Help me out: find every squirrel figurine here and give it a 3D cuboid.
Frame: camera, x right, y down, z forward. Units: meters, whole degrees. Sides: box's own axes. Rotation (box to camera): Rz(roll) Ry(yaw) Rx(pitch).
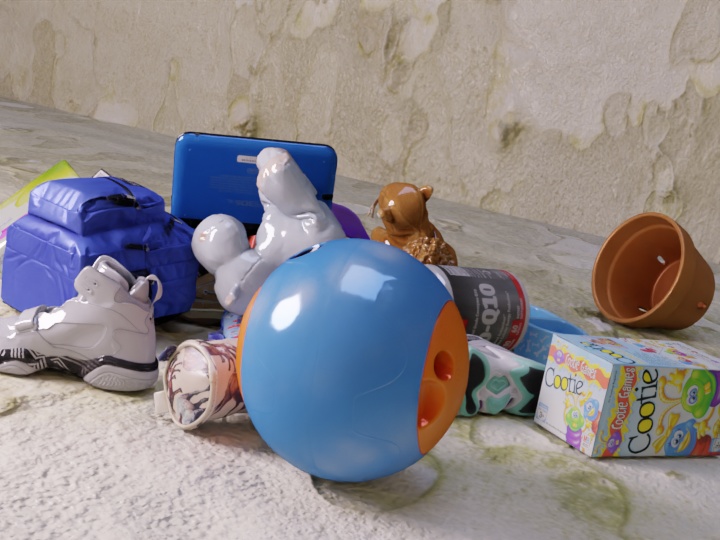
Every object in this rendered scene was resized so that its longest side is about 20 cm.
[{"bbox_3d":[0.088,-0.034,1.582,0.140,0.189,0.201,-21,42,-12],"label":"squirrel figurine"}]

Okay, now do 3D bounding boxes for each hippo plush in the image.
[{"bbox_3d":[-0.100,-0.022,1.210,0.201,0.160,0.159,54,1,2],"label":"hippo plush"}]

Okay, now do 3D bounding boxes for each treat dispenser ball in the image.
[{"bbox_3d":[-0.006,0.075,0.896,0.197,0.204,0.201,11,10,-2],"label":"treat dispenser ball"}]

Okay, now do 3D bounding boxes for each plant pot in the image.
[{"bbox_3d":[0.525,0.017,1.855,0.139,0.203,0.200,23,3,-31],"label":"plant pot"}]

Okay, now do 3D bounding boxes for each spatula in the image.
[{"bbox_3d":[0.000,0.000,1.335,0.020,0.203,0.056,-31,-29,35],"label":"spatula"}]

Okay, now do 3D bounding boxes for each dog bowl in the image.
[{"bbox_3d":[0.251,0.090,1.515,0.110,0.050,0.200,7,11,-23],"label":"dog bowl"}]

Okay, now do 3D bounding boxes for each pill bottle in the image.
[{"bbox_3d":[0.117,0.051,1.397,0.198,0.116,0.113,3,13,-35],"label":"pill bottle"}]

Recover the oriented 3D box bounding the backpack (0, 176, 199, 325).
[{"bbox_3d":[-0.275,-0.018,1.197,0.161,0.170,0.199,26,19,35],"label":"backpack"}]

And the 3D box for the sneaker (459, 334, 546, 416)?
[{"bbox_3d":[0.110,0.112,1.205,0.198,0.079,0.139,16,5,-33],"label":"sneaker"}]

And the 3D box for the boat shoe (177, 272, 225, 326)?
[{"bbox_3d":[-0.174,0.027,1.312,0.197,0.077,0.072,13,11,8],"label":"boat shoe"}]

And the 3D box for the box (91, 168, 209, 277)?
[{"bbox_3d":[-0.266,-0.041,1.387,0.201,0.036,0.143,51,-11,-30],"label":"box"}]

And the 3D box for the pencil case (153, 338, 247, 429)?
[{"bbox_3d":[-0.098,0.100,1.006,0.089,0.079,0.199,-11,-6,39],"label":"pencil case"}]

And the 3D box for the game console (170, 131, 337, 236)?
[{"bbox_3d":[-0.139,-0.097,1.336,0.196,0.173,0.119,4,23,-11],"label":"game console"}]

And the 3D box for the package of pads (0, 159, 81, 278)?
[{"bbox_3d":[-0.406,-0.057,1.343,0.154,0.069,0.200,-37,26,-10],"label":"package of pads"}]

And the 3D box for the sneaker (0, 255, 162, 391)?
[{"bbox_3d":[-0.284,0.041,1.015,0.197,0.117,0.075,11,10,-2],"label":"sneaker"}]

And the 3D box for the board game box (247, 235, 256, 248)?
[{"bbox_3d":[-0.109,-0.002,1.412,0.151,0.041,0.199,17,-9,-24],"label":"board game box"}]

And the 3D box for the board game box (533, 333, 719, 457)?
[{"bbox_3d":[0.307,0.139,1.171,0.197,0.105,0.105,6,12,-30],"label":"board game box"}]

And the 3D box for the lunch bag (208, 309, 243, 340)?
[{"bbox_3d":[-0.073,0.077,1.197,0.196,0.096,0.151,-4,15,-10],"label":"lunch bag"}]
